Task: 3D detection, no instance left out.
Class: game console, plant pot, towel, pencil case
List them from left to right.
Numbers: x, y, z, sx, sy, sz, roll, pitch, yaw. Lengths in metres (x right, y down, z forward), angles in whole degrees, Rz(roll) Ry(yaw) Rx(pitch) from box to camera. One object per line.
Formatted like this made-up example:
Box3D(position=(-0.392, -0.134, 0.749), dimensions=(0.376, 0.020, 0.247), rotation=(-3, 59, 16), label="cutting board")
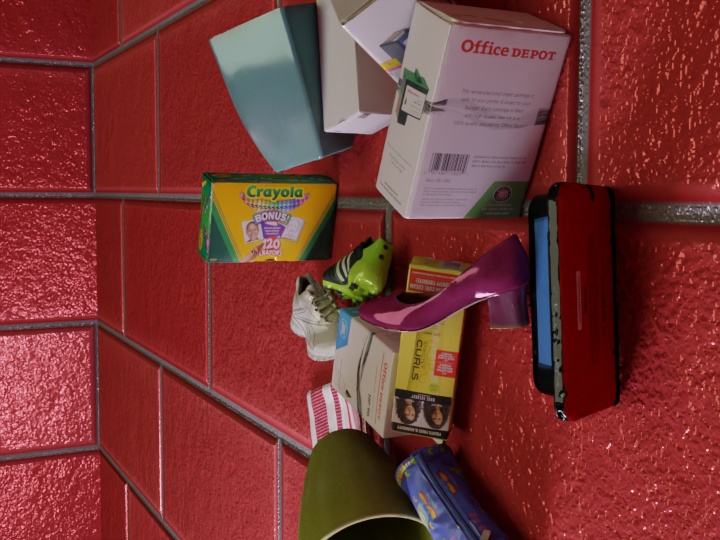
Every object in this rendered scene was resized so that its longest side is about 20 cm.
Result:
Box3D(position=(-0.091, -0.253, 1.345), dimensions=(0.139, 0.141, 0.204), rotation=(-13, 99, 35), label="plant pot")
Box3D(position=(-0.035, 0.240, 1.432), dimensions=(0.199, 0.022, 0.147), rotation=(-26, 68, 62), label="towel")
Box3D(position=(-0.005, 0.304, 1.228), dimensions=(0.201, 0.183, 0.190), rotation=(-111, 31, -54), label="plant pot")
Box3D(position=(0.111, 0.281, 1.074), dimensions=(0.201, 0.077, 0.088), rotation=(53, 166, 48), label="pencil case")
Box3D(position=(0.175, 0.026, 0.896), dimensions=(0.117, 0.171, 0.205), rotation=(-2, 90, 36), label="game console")

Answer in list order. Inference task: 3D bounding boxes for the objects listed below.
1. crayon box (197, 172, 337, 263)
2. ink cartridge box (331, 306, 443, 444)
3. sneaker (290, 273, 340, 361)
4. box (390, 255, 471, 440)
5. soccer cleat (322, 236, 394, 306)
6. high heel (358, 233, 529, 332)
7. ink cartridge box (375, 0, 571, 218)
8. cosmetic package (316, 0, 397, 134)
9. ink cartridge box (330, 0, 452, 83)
Box3D(position=(-0.138, -0.079, 1.419), dimensions=(0.058, 0.196, 0.121), rotation=(37, 125, 58), label="crayon box")
Box3D(position=(0.036, 0.133, 1.228), dimensions=(0.199, 0.067, 0.119), rotation=(34, 122, 58), label="ink cartridge box")
Box3D(position=(-0.058, 0.069, 1.393), dimensions=(0.199, 0.073, 0.089), rotation=(34, 133, 57), label="sneaker")
Box3D(position=(0.083, 0.090, 1.115), dimensions=(0.050, 0.074, 0.204), rotation=(-49, -33, -73), label="box")
Box3D(position=(0.000, 0.000, 1.309), dimensions=(0.082, 0.067, 0.200), rotation=(-63, 13, -12), label="soccer cleat")
Box3D(position=(0.086, 0.012, 1.028), dimensions=(0.196, 0.067, 0.098), rotation=(-3, 104, 20), label="high heel")
Box3D(position=(0.111, -0.160, 0.973), dimensions=(0.084, 0.143, 0.204), rotation=(49, 133, 51), label="ink cartridge box")
Box3D(position=(0.001, -0.290, 1.260), dimensions=(0.112, 0.080, 0.205), rotation=(-7, 86, 63), label="cosmetic package")
Box3D(position=(0.043, -0.281, 1.031), dimensions=(0.087, 0.199, 0.147), rotation=(-33, 55, 17), label="ink cartridge box")
